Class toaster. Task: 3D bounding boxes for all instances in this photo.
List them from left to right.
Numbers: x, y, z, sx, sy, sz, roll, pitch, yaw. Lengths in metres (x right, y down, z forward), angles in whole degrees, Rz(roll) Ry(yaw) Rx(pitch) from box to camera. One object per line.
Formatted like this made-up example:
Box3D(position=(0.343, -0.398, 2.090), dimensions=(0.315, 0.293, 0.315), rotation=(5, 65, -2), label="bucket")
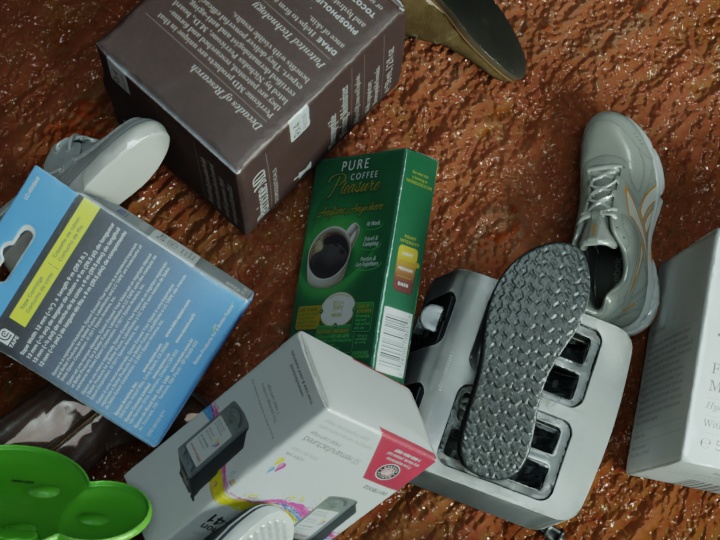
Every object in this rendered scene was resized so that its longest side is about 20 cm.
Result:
Box3D(position=(0.124, 0.116, 1.620), dimensions=(0.200, 0.119, 0.181), rotation=(22, 79, -4), label="toaster")

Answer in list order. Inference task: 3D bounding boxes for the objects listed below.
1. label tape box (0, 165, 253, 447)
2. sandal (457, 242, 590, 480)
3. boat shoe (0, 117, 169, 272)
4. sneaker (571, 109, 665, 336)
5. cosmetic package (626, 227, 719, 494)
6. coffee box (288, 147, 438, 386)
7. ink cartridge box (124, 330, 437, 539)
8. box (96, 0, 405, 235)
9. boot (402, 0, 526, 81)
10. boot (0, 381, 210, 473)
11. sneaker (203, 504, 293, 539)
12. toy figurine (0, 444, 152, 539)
Box3D(position=(-0.207, 0.026, 1.531), dimensions=(0.200, 0.066, 0.143), rotation=(33, 97, -1), label="label tape box")
Box3D(position=(0.125, 0.069, 1.549), dimensions=(0.075, 0.048, 0.201), rotation=(21, 91, -5), label="sandal")
Box3D(position=(-0.236, -0.074, 1.586), dimensions=(0.072, 0.200, 0.069), rotation=(-12, 66, -49), label="boat shoe")
Box3D(position=(0.218, -0.046, 1.664), dimensions=(0.076, 0.092, 0.200), rotation=(-9, 78, 27), label="sneaker")
Box3D(position=(0.339, 0.088, 1.632), dimensions=(0.165, 0.165, 0.200), rotation=(12, 79, -6), label="cosmetic package")
Box3D(position=(0.000, 0.000, 1.621), dimensions=(0.044, 0.123, 0.200), rotation=(18, 75, -38), label="coffee box")
Box3D(position=(-0.063, 0.156, 1.526), dimensions=(0.200, 0.148, 0.086), rotation=(-41, 49, 19), label="ink cartridge box")
Box3D(position=(-0.088, -0.172, 1.604), dimensions=(0.164, 0.166, 0.200), rotation=(41, 77, 10), label="box")
Box3D(position=(0.062, -0.230, 1.706), dimensions=(0.200, 0.075, 0.074), rotation=(39, 36, -14), label="boot")
Box3D(position=(-0.215, 0.162, 1.595), dimensions=(0.200, 0.064, 0.186), rotation=(-43, 87, -10), label="boot")
Box3D(position=(-0.138, 0.251, 1.474), dimensions=(0.079, 0.078, 0.200), rotation=(32, 80, 39), label="sneaker")
Box3D(position=(-0.257, 0.257, 1.517), dimensions=(0.200, 0.150, 0.184), rotation=(5, 118, 10), label="toy figurine")
